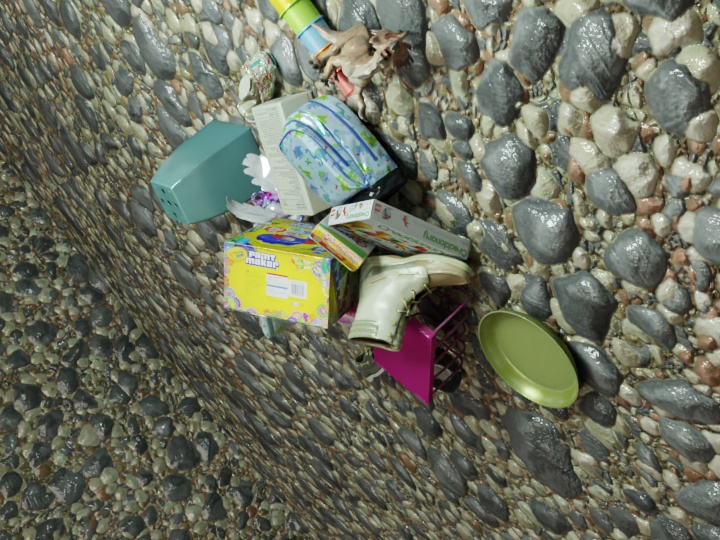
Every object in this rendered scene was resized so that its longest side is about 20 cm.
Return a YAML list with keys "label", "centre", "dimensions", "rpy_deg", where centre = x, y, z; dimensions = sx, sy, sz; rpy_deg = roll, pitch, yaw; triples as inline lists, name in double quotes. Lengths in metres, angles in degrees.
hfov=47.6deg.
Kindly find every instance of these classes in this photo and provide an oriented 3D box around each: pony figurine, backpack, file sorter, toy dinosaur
- label: "pony figurine"
  centre: [-0.160, -0.121, 1.605]
  dimensions: [0.191, 0.168, 0.201]
  rpy_deg: [15, 145, -2]
- label: "backpack"
  centre: [-0.037, -0.189, 1.335]
  dimensions: [0.202, 0.153, 0.163]
  rpy_deg: [64, 159, -1]
- label: "file sorter"
  centre: [0.113, 0.108, 1.467]
  dimensions: [0.139, 0.125, 0.201]
  rpy_deg: [35, 148, 29]
- label: "toy dinosaur"
  centre: [0.005, -0.311, 1.155]
  dimensions: [0.086, 0.136, 0.201]
  rpy_deg: [26, -154, -43]

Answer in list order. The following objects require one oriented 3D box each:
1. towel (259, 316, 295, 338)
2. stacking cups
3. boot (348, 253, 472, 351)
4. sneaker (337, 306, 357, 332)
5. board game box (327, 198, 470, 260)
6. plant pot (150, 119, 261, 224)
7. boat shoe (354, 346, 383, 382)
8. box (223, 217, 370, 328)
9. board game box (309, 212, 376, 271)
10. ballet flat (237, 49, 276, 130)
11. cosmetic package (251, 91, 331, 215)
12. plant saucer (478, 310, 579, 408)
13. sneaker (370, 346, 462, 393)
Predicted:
- label: "towel"
  centre: [-0.137, 0.046, 1.717]
  dimensions: [0.048, 0.170, 0.201]
  rpy_deg: [52, 157, 31]
- label: "stacking cups"
  centre: [-0.067, -0.353, 1.240]
  dimensions: [0.201, 0.060, 0.060]
  rpy_deg: [54, 153, -6]
- label: "boot"
  centre: [0.080, 0.054, 1.329]
  dimensions: [0.198, 0.156, 0.072]
  rpy_deg: [0, 153, 26]
- label: "sneaker"
  centre: [-0.012, 0.094, 1.683]
  dimensions: [0.199, 0.081, 0.089]
  rpy_deg: [20, 141, 41]
- label: "board game box"
  centre: [0.063, -0.060, 1.315]
  dimensions: [0.199, 0.035, 0.126]
  rpy_deg: [21, 167, -30]
- label: "plant pot"
  centre: [-0.312, -0.189, 1.664]
  dimensions: [0.141, 0.200, 0.142]
  rpy_deg: [18, 139, 45]
- label: "boat shoe"
  centre: [0.034, 0.186, 1.742]
  dimensions: [0.060, 0.072, 0.202]
  rpy_deg: [43, 156, 3]
- label: "box"
  centre: [-0.106, -0.002, 1.426]
  dimensions: [0.198, 0.192, 0.123]
  rpy_deg: [10, 109, 19]
- label: "board game box"
  centre: [-0.015, -0.065, 1.380]
  dimensions: [0.095, 0.200, 0.030]
  rpy_deg: [38, 118, 0]
- label: "ballet flat"
  centre: [-0.193, -0.315, 1.477]
  dimensions: [0.076, 0.064, 0.201]
  rpy_deg: [47, 154, 20]
- label: "cosmetic package"
  centre: [-0.112, -0.204, 1.439]
  dimensions: [0.103, 0.073, 0.202]
  rpy_deg: [8, 120, 53]
- label: "plant saucer"
  centre: [0.283, 0.141, 1.352]
  dimensions: [0.199, 0.031, 0.201]
  rpy_deg: [36, 149, 26]
- label: "sneaker"
  centre: [0.103, 0.185, 1.614]
  dimensions: [0.199, 0.077, 0.089]
  rpy_deg: [31, 166, 8]
